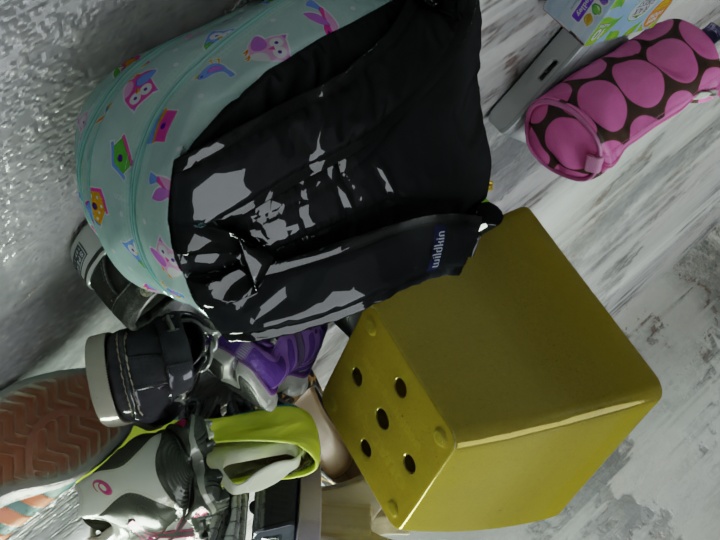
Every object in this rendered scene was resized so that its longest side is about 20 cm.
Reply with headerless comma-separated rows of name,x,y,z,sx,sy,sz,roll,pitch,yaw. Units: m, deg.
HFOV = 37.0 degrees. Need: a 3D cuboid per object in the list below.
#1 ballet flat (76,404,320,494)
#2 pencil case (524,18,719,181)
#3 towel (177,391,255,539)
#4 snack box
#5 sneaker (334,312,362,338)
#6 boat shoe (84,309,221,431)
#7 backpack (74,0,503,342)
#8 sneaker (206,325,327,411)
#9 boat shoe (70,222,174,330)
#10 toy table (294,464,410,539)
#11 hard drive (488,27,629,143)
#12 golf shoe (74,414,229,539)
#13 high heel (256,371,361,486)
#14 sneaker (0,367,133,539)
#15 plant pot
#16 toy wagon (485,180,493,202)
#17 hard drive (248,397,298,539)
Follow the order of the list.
ballet flat,-0.121,0.149,0.833,0.197,0.067,0.068,-7,130,-22
pencil case,0.236,-0.149,0.946,0.199,0.094,0.091,-34,162,-28
towel,-0.140,0.224,0.926,0.084,0.203,0.167,5,144,-5
snack box,0.238,-0.270,0.811,0.141,0.053,0.201,-23,154,-49
sneaker,0.000,0.000,0.881,0.080,0.070,0.201,-42,164,-14
boat shoe,-0.115,0.060,0.670,0.062,0.074,0.200,-13,178,1
backpack,-0.033,-0.056,0.518,0.199,0.126,0.169,-34,124,-32
sneaker,-0.075,0.054,0.863,0.084,0.080,0.200,-59,172,6
boat shoe,-0.068,-0.040,0.621,0.199,0.064,0.071,-39,164,-18
toy table,-0.005,0.240,0.986,0.200,0.115,0.187,-98,-167,-74
hard drive,0.196,-0.172,1.004,0.132,0.027,0.199,-49,164,16
golf shoe,-0.141,0.145,0.702,0.087,0.078,0.201,-14,160,-18
high heel,-0.038,0.163,1.058,0.071,0.143,0.200,-40,164,-8
sneaker,-0.229,0.130,0.662,0.199,0.072,0.080,-31,168,-30
plant pot,0.086,0.098,0.884,0.174,0.201,0.201,-13,146,-34
toy wagon,0.112,0.008,1.059,0.152,0.204,0.040,-8,-165,-15
hard drive,-0.080,0.203,0.982,0.041,0.137,0.201,4,153,-5
